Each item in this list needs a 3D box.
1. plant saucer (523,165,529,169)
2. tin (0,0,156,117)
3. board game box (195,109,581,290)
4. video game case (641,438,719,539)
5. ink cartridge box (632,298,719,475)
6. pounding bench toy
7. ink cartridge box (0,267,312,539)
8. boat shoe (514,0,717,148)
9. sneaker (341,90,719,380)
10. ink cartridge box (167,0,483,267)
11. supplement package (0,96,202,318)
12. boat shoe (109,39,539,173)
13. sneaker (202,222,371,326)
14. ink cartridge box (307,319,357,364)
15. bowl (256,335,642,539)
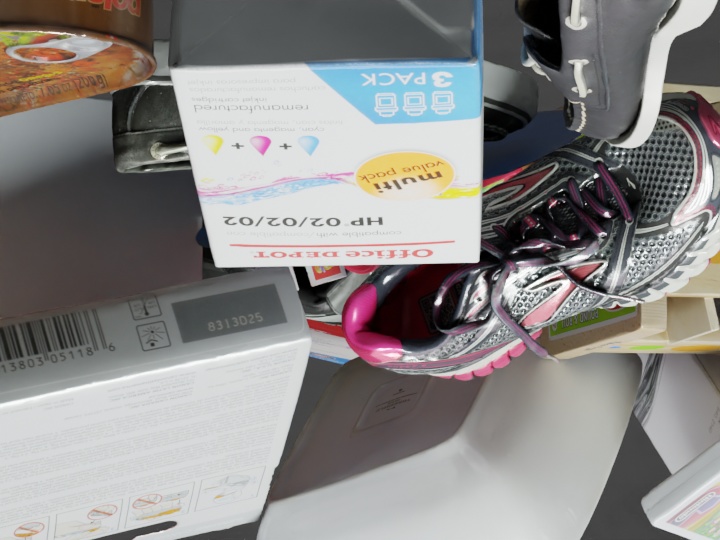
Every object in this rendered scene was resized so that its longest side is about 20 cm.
[{"bbox_3d":[0.040,-0.045,1.298,0.199,0.038,0.200,0,172,0],"label":"plant saucer"},{"bbox_3d":[-0.171,-0.094,0.971,0.200,0.042,0.112,-8,173,40],"label":"tin"},{"bbox_3d":[0.021,-0.029,1.129,0.199,0.039,0.158,-15,-169,13],"label":"board game box"},{"bbox_3d":[0.251,0.105,1.195,0.143,0.018,0.200,-41,142,22],"label":"video game case"},{"bbox_3d":[0.223,0.045,1.296,0.146,0.200,0.086,-6,135,-22],"label":"ink cartridge box"},{"bbox_3d":[0.194,-0.028,1.124,0.155,0.125,0.200,2,171,-17],"label":"pounding bench toy"},{"bbox_3d":[-0.114,0.077,1.116,0.162,0.050,0.200,-11,154,-17],"label":"ink cartridge box"},{"bbox_3d":[0.086,-0.095,0.851,0.060,0.074,0.200,0,168,-3],"label":"boat shoe"},{"bbox_3d":[0.081,-0.007,1.024,0.200,0.081,0.075,-36,160,28],"label":"sneaker"},{"bbox_3d":[-0.008,-0.056,0.936,0.115,0.068,0.200,-1,153,3],"label":"ink cartridge box"},{"bbox_3d":[-0.189,-0.005,1.153,0.199,0.156,0.111,5,169,-31],"label":"supplement package"},{"bbox_3d":[-0.016,-0.065,1.070,0.199,0.064,0.071,1,171,-10],"label":"boat shoe"},{"bbox_3d":[0.000,0.000,1.233,0.199,0.067,0.090,6,177,-25],"label":"sneaker"},{"bbox_3d":[-0.043,0.006,1.450,0.116,0.068,0.200,14,170,-3],"label":"ink cartridge box"},{"bbox_3d":[0.036,0.095,1.224,0.200,0.075,0.200,-22,-157,34],"label":"bowl"}]
